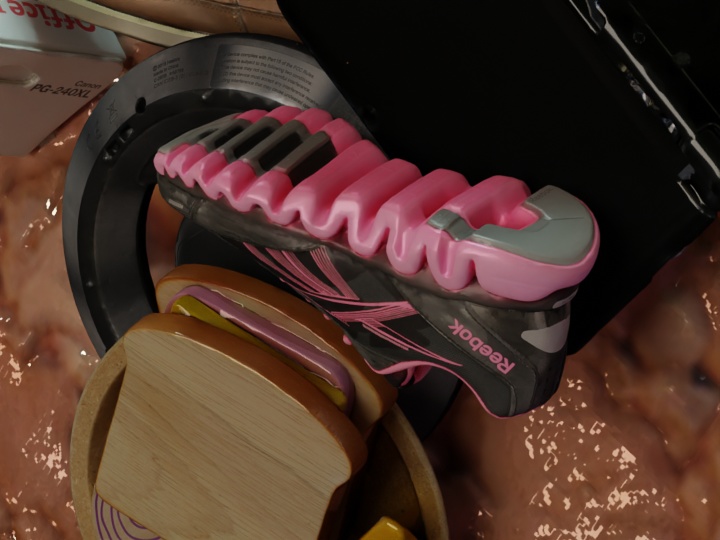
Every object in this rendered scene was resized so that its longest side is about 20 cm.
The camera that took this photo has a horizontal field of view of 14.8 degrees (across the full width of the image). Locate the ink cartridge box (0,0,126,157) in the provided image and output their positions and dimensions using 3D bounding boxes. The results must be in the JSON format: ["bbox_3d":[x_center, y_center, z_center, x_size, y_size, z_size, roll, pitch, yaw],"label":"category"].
[{"bbox_3d":[-0.215,-0.155,1.264,0.083,0.145,0.200,-40,65,29],"label":"ink cartridge box"}]

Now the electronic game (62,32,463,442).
[{"bbox_3d":[-0.041,-0.002,1.167,0.200,0.042,0.200,11,113,27],"label":"electronic game"}]

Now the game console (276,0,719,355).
[{"bbox_3d":[0.093,-0.102,1.072,0.176,0.116,0.200,-33,77,-17],"label":"game console"}]

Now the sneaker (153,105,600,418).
[{"bbox_3d":[0.000,0.000,1.071,0.200,0.079,0.095,22,127,34],"label":"sneaker"}]

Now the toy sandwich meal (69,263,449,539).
[{"bbox_3d":[-0.051,0.102,1.143,0.205,0.070,0.205,11,113,27],"label":"toy sandwich meal"}]

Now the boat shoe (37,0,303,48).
[{"bbox_3d":[-0.049,-0.121,1.194,0.200,0.072,0.068,16,97,24],"label":"boat shoe"}]
